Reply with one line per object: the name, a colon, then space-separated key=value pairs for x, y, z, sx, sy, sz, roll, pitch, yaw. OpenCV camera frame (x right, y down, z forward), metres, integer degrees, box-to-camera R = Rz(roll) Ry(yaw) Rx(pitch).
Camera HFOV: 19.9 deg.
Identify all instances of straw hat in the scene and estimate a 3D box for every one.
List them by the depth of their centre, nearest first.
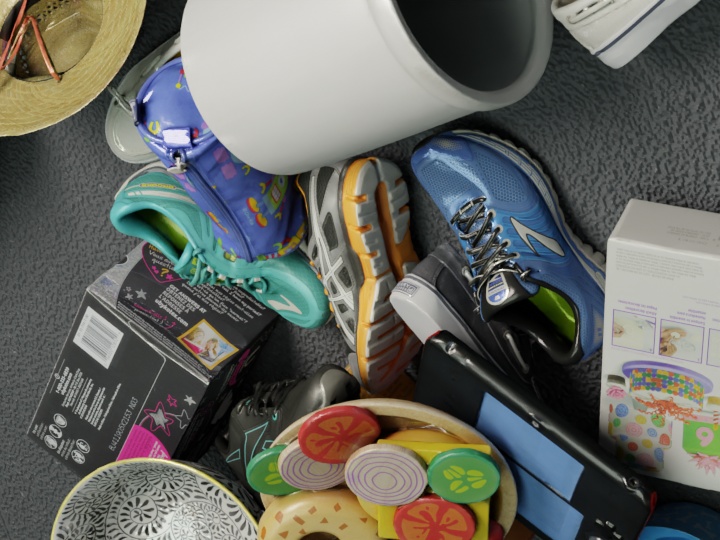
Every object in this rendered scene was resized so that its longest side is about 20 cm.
straw hat: x=-0.226 y=-0.177 z=1.571 sx=0.200 sy=0.202 sz=0.085 roll=7 pitch=166 yaw=30

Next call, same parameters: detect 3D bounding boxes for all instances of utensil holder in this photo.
utensil holder: x=0.000 y=-0.164 z=1.375 sx=0.199 sy=0.170 sz=0.171 roll=-18 pitch=109 yaw=42

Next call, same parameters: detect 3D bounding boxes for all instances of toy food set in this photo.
toy food set: x=0.016 y=0.167 z=1.513 sx=0.199 sy=0.049 sz=0.199 roll=3 pitch=132 yaw=6

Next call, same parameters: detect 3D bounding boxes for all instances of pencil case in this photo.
pencil case: x=-0.098 y=-0.077 z=1.504 sx=0.078 sy=0.087 sz=0.200 roll=7 pitch=156 yaw=20

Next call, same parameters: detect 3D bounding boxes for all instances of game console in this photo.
game console: x=0.121 y=0.139 z=1.500 sx=0.200 sy=0.031 sz=0.177 roll=36 pitch=160 yaw=14

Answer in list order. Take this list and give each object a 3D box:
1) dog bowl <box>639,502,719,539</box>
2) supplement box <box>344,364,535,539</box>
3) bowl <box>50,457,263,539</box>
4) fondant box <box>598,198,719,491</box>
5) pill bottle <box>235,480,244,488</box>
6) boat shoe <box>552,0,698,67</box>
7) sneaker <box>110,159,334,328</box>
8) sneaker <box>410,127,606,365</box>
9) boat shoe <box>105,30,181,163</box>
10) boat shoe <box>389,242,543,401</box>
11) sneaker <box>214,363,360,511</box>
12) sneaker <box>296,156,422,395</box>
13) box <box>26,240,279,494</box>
dog bowl: x=0.250 y=0.264 z=1.588 sx=0.111 sy=0.050 sz=0.201 roll=15 pitch=127 yaw=25
supplement box: x=0.051 y=0.154 z=1.634 sx=0.200 sy=0.069 sz=0.067 roll=44 pitch=134 yaw=-2
bowl: x=-0.140 y=0.229 z=1.652 sx=0.199 sy=0.094 sz=0.202 roll=6 pitch=107 yaw=19
fondant box: x=0.244 y=0.058 z=1.431 sx=0.143 sy=0.058 sz=0.201 roll=11 pitch=125 yaw=18
pill bottle: x=-0.082 y=0.289 z=1.785 sx=0.111 sy=0.112 sz=0.201 roll=6 pitch=123 yaw=31
boat shoe: x=0.182 y=-0.212 z=1.273 sx=0.086 sy=0.075 sz=0.202 roll=33 pitch=142 yaw=-11
sneaker: x=-0.109 y=-0.009 z=1.617 sx=0.199 sy=0.080 sz=0.078 roll=31 pitch=133 yaw=11
sneaker: x=0.108 y=-0.016 z=1.460 sx=0.200 sy=0.089 sz=0.079 roll=47 pitch=133 yaw=-3
boat shoe: x=-0.146 y=-0.128 z=1.554 sx=0.075 sy=0.086 sz=0.202 roll=51 pitch=133 yaw=-7
boat shoe: x=0.100 y=0.061 z=1.534 sx=0.200 sy=0.068 sz=0.072 roll=51 pitch=163 yaw=-27
sneaker: x=-0.063 y=0.121 z=1.591 sx=0.079 sy=0.075 sz=0.200 roll=43 pitch=144 yaw=7
sneaker: x=0.000 y=0.000 z=1.561 sx=0.077 sy=0.078 sz=0.201 roll=15 pitch=123 yaw=37
box: x=-0.174 y=0.085 z=1.704 sx=0.132 sy=0.115 sz=0.200 roll=37 pitch=133 yaw=8
